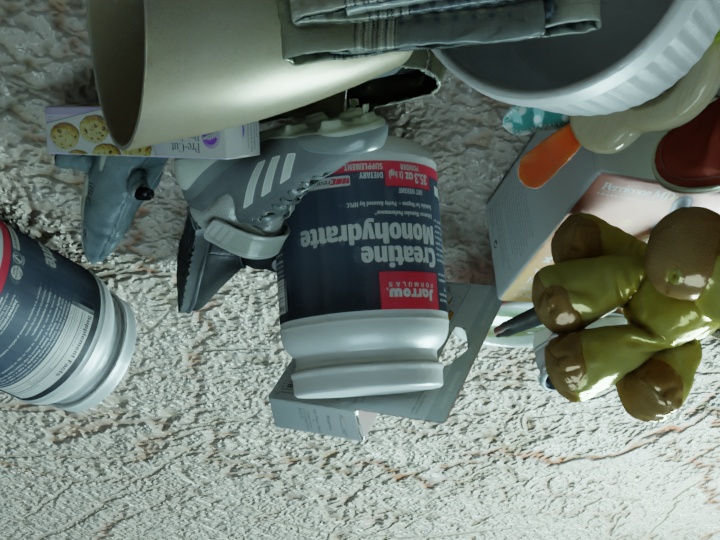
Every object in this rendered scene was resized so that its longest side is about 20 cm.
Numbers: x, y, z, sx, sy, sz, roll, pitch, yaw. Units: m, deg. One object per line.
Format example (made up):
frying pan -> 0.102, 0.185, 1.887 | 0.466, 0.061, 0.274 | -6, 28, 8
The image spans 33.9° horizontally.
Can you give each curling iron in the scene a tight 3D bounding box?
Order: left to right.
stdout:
curling iron -> 0.205, 0.027, 1.051 | 0.199, 0.026, 0.050 | -24, 140, 30

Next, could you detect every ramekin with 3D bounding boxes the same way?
ramekin -> 0.139, -0.193, 0.746 | 0.199, 0.201, 0.105 | -24, 160, 28

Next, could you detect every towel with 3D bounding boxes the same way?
towel -> 0.040, -0.222, 0.686 | 0.191, 0.201, 0.035 | -6, 168, 3

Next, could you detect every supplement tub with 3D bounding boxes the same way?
supplement tub -> -0.323, 0.042, 1.106 | 0.140, 0.141, 0.200 | -23, 143, 27
supplement tub -> 0.000, 0.000, 0.982 | 0.139, 0.201, 0.140 | -4, 172, -1

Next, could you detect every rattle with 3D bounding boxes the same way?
rattle -> 0.218, -0.148, 0.917 | 0.143, 0.130, 0.200 | -31, 159, -52

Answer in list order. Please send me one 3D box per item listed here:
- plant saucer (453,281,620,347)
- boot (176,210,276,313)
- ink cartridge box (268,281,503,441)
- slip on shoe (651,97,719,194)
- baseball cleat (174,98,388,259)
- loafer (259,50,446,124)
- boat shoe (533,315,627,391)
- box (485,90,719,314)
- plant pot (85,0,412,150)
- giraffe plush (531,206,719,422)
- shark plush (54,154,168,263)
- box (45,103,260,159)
plant saucer -> 0.191, 0.033, 1.212 | 0.199, 0.051, 0.200 | -2, 162, -1
boot -> -0.071, -0.008, 1.136 | 0.199, 0.066, 0.165 | 2, 149, -17
ink cartridge box -> 0.032, 0.079, 1.111 | 0.173, 0.200, 0.044 | 7, 129, 23
slip on shoe -> 0.297, -0.117, 0.843 | 0.199, 0.075, 0.061 | -25, 148, 28
baseball cleat -> -0.054, -0.066, 0.899 | 0.199, 0.107, 0.070 | -4, -165, 39
loafer -> -0.023, -0.149, 0.907 | 0.199, 0.070, 0.075 | -14, 146, 15
boat shoe -> 0.215, 0.086, 1.156 | 0.070, 0.072, 0.201 | -2, 169, -4
box -> 0.220, -0.060, 1.041 | 0.151, 0.107, 0.200 | 7, 146, -16
plant pot -> -0.067, -0.179, 0.782 | 0.199, 0.188, 0.188 | -6, 150, -23
giraffe plush -> 0.247, 0.014, 0.881 | 0.199, 0.174, 0.162 | 0, 161, -18
shark plush -> -0.174, -0.084, 0.979 | 0.199, 0.084, 0.091 | -29, 140, 34
box -> -0.163, -0.108, 0.901 | 0.199, 0.042, 0.039 | 7, -167, 36
